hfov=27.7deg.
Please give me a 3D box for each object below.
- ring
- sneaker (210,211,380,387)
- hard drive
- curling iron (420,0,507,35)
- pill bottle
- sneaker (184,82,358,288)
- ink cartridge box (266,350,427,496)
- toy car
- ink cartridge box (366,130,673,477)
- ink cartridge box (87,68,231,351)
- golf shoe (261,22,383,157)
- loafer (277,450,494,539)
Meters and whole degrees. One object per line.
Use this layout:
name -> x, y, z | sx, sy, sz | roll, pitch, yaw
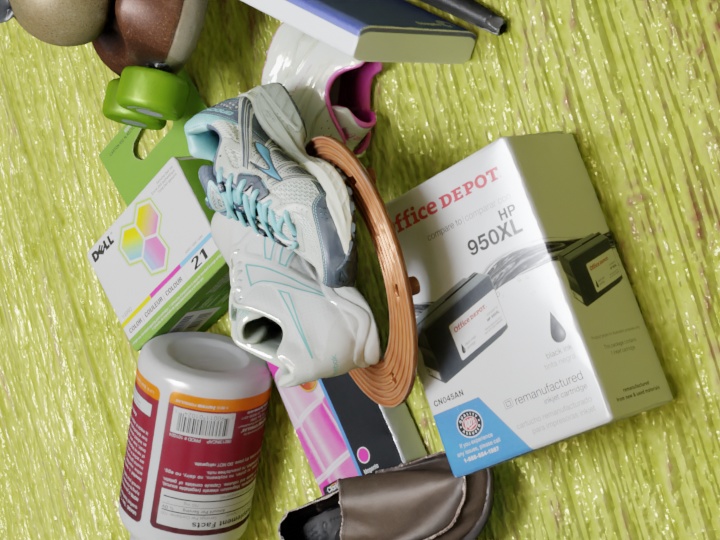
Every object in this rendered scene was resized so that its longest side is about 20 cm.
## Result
ring -> 0.000, 0.000, 1.047 | 0.200, 0.019, 0.201 | 163, 90, -70
sneaker -> -0.068, 0.012, 1.066 | 0.200, 0.080, 0.071 | 44, 148, 43
hard drive -> -0.031, -0.199, 1.066 | 0.200, 0.132, 0.025 | 32, 115, 34
curling iron -> 0.032, -0.228, 1.078 | 0.200, 0.025, 0.050 | 43, 124, 28
pill bottle -> -0.142, 0.162, 1.221 | 0.113, 0.113, 0.201 | 25, 113, 36
sneaker -> -0.065, -0.050, 1.028 | 0.200, 0.086, 0.078 | -124, 25, -43
ink cartridge box -> -0.025, 0.078, 1.164 | 0.095, 0.037, 0.201 | -34, 71, 38
toy car -> -0.225, -0.218, 1.150 | 0.158, 0.199, 0.165 | 179, 104, -72
ink cartridge box -> 0.105, 0.023, 1.009 | 0.144, 0.084, 0.201 | -28, 77, 40
ink cartridge box -> -0.171, -0.056, 1.244 | 0.148, 0.076, 0.201 | -42, 70, 36
golf shoe -> -0.038, -0.093, 1.128 | 0.091, 0.075, 0.201 | 21, 110, 34
loafer -> 0.014, 0.186, 1.091 | 0.200, 0.071, 0.073 | -31, 50, 34
